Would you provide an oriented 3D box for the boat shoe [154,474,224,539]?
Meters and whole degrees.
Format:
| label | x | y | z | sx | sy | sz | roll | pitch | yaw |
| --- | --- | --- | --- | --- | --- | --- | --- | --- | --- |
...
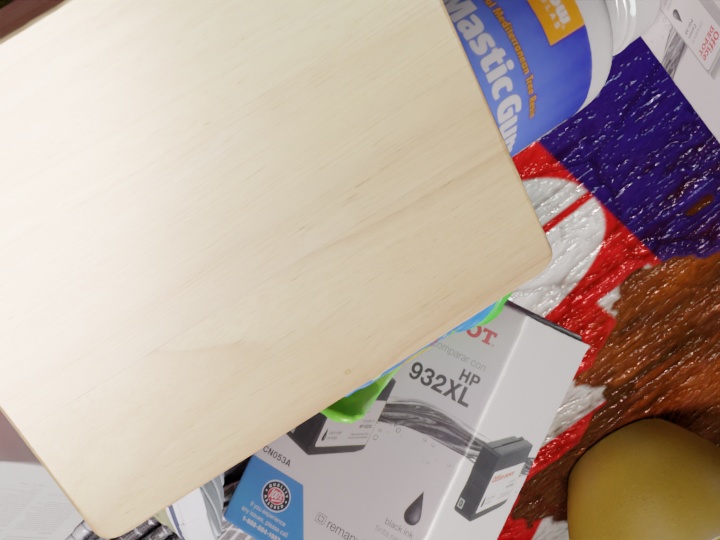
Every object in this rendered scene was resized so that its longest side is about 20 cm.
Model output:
| label | x | y | z | sx | sy | sz | roll | pitch | yaw |
| --- | --- | --- | --- | --- | --- | --- | --- | --- | --- |
| boat shoe | -0.122 | 0.097 | 1.081 | 0.062 | 0.072 | 0.200 | -4 | 146 | 8 |

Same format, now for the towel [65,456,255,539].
| label | x | y | z | sx | sy | sz | roll | pitch | yaw |
| --- | --- | --- | --- | --- | --- | --- | --- | --- | --- |
| towel | -0.115 | 0.181 | 1.297 | 0.200 | 0.086 | 0.165 | -41 | 149 | 17 |

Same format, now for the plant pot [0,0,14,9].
| label | x | y | z | sx | sy | sz | roll | pitch | yaw |
| --- | --- | --- | --- | --- | --- | --- | --- | --- | --- |
| plant pot | -0.191 | -0.088 | 0.739 | 0.182 | 0.199 | 0.200 | -46 | 146 | 12 |

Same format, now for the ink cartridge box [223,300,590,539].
| label | x | y | z | sx | sy | sz | roll | pitch | yaw |
| --- | --- | --- | --- | --- | --- | --- | --- | --- | --- |
| ink cartridge box | 0.027 | 0.098 | 1.168 | 0.084 | 0.145 | 0.201 | 24 | 92 | -53 |

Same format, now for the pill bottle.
| label | x | y | z | sx | sy | sz | roll | pitch | yaw |
| --- | --- | --- | --- | --- | --- | --- | --- | --- | --- |
| pill bottle | 0.053 | -0.108 | 0.936 | 0.200 | 0.112 | 0.112 | -35 | 154 | -27 |

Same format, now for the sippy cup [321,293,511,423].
| label | x | y | z | sx | sy | sz | roll | pitch | yaw |
| --- | --- | --- | --- | --- | --- | --- | --- | --- | --- |
| sippy cup | 0.000 | 0.000 | 1.042 | 0.139 | 0.179 | 0.130 | -7 | -156 | 44 |

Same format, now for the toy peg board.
| label | x | y | z | sx | sy | sz | roll | pitch | yaw |
| --- | --- | --- | --- | --- | --- | --- | --- | --- | --- |
| toy peg board | -0.064 | -0.043 | 0.676 | 0.199 | 0.098 | 0.200 | -32 | 129 | -4 |

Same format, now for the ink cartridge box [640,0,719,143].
| label | x | y | z | sx | sy | sz | roll | pitch | yaw |
| --- | --- | --- | --- | --- | --- | --- | --- | --- | --- |
| ink cartridge box | 0.222 | -0.151 | 0.991 | 0.146 | 0.201 | 0.083 | -12 | 146 | -28 |

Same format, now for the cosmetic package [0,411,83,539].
| label | x | y | z | sx | sy | sz | roll | pitch | yaw |
| --- | --- | --- | --- | --- | --- | --- | --- | --- | --- |
| cosmetic package | -0.263 | 0.144 | 1.147 | 0.151 | 0.052 | 0.199 | -46 | 146 | 21 |

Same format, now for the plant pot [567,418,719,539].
| label | x | y | z | sx | sy | sz | roll | pitch | yaw |
| --- | --- | --- | --- | --- | --- | --- | --- | --- | --- |
| plant pot | 0.253 | 0.212 | 1.605 | 0.199 | 0.142 | 0.201 | -23 | 149 | -15 |
